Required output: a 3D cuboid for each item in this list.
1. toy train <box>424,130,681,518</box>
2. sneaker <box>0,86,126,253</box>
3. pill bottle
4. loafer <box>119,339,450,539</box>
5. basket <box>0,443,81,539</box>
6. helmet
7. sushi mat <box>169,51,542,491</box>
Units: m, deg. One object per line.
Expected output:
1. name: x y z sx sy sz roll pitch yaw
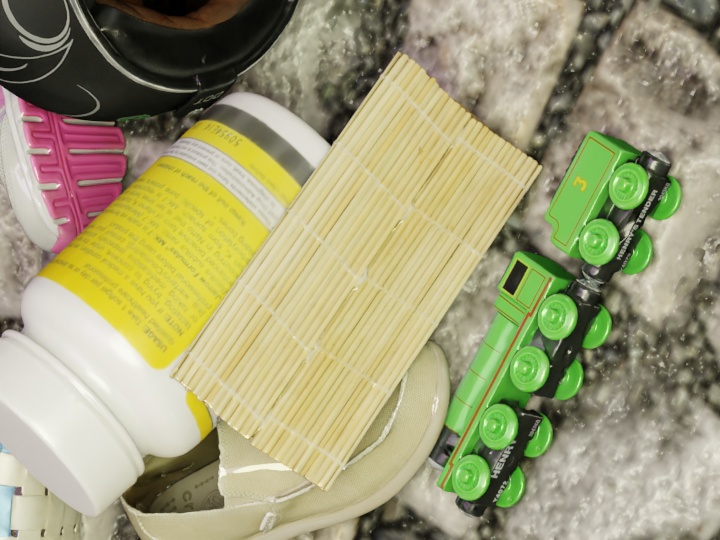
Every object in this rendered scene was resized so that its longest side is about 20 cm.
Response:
1. toy train: 0.088 0.025 1.238 0.056 0.042 0.200 37 105 39
2. sneaker: -0.196 -0.087 1.406 0.088 0.081 0.200 -38 60 27
3. pill bottle: -0.092 0.017 1.255 0.114 0.114 0.200 35 70 29
4. loafer: -0.041 0.092 1.281 0.200 0.068 0.076 -35 46 25
5. basket: -0.249 0.113 1.375 0.199 0.139 0.177 4 88 22
6. helmet: -0.134 -0.177 1.308 0.191 0.200 0.201 17 94 54
7. sushi mat: 0.000 0.000 1.227 0.200 0.096 0.012 -55 20 -15
